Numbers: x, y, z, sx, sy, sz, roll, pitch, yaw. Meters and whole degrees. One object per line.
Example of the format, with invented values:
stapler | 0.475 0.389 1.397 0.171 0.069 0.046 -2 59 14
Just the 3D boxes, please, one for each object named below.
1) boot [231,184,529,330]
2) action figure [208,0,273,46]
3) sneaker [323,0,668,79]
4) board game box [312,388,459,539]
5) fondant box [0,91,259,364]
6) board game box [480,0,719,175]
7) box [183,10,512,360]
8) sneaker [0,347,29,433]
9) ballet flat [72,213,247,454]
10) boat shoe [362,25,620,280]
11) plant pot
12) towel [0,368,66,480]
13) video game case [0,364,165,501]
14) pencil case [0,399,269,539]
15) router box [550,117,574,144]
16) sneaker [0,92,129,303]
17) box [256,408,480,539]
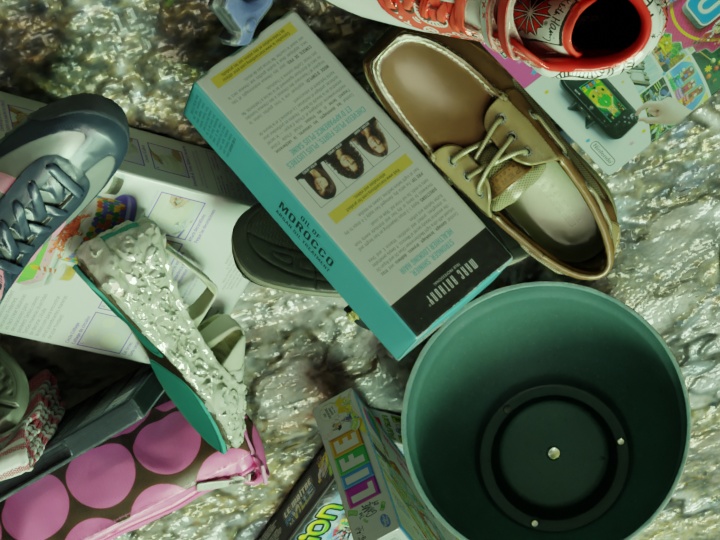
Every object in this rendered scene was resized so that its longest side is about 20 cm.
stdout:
boot | 0.001 0.001 1.196 0.203 0.074 0.154 -6 162 -21
action figure | -0.079 -0.237 1.004 0.193 0.105 0.200 23 96 -42
sneaker | 0.061 -0.148 0.960 0.201 0.108 0.067 12 106 3
board game box | 0.038 0.193 1.334 0.034 0.135 0.200 -28 133 8
fondant box | -0.167 -0.021 1.171 0.199 0.058 0.144 14 125 -30
board game box | 0.174 -0.170 1.064 0.200 0.064 0.147 -39 132 14
box | -0.009 -0.051 1.098 0.082 0.200 0.049 -38 174 -22
sneaker | -0.290 0.072 1.168 0.199 0.077 0.114 2 165 14
ballet flat | -0.108 0.040 1.165 0.072 0.072 0.200 -26 135 5
boat shoe | 0.087 -0.069 1.093 0.200 0.074 0.076 40 106 -22
plant pot | 0.136 0.123 1.334 0.200 0.201 0.134 -23 160 2
towel | -0.268 0.117 1.184 0.146 0.200 0.030 -21 98 0
video game case | -0.218 0.123 1.239 0.200 0.143 0.019 -31 96 9
pencil case | -0.163 0.153 1.288 0.200 0.094 0.091 -28 141 -4
router box | 0.105 -0.164 1.131 0.149 0.062 0.200 -25 134 2
sneaker | -0.205 -0.016 1.065 0.200 0.082 0.070 -41 129 13
box | -0.006 0.194 1.439 0.110 0.035 0.200 15 124 -30
